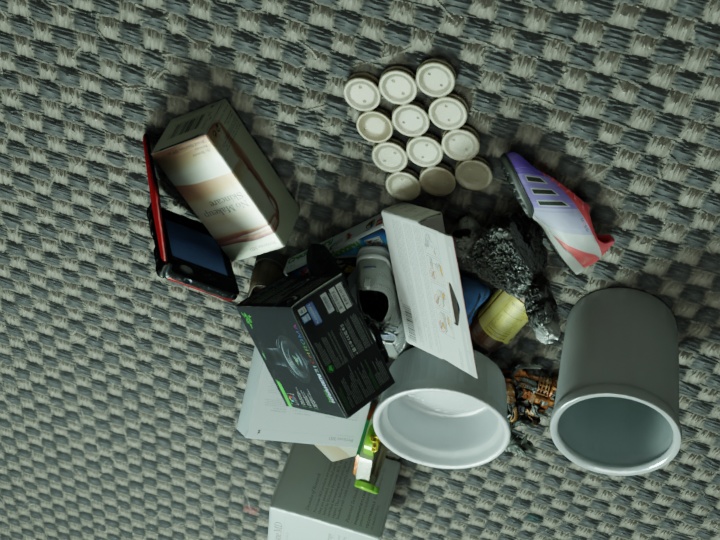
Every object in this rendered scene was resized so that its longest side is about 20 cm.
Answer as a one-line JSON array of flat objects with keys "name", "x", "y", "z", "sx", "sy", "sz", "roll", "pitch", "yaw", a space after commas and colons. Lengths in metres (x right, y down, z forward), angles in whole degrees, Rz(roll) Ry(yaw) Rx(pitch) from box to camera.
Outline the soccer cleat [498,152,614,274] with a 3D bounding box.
[{"name": "soccer cleat", "x": 0.251, "y": -0.085, "z": 1.279, "sx": 0.073, "sy": 0.068, "sz": 0.200, "roll": -34, "pitch": 114, "yaw": 13}]

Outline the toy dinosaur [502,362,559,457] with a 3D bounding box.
[{"name": "toy dinosaur", "x": 0.238, "y": 0.199, "z": 1.549, "sx": 0.199, "sy": 0.102, "sz": 0.137, "roll": 11, "pitch": 123, "yaw": 34}]

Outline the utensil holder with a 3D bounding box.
[{"name": "utensil holder", "x": 0.352, "y": 0.149, "z": 1.364, "sx": 0.168, "sy": 0.201, "sz": 0.171, "roll": 9, "pitch": 135, "yaw": 9}]

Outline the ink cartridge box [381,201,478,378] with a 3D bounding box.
[{"name": "ink cartridge box", "x": 0.104, "y": 0.022, "z": 1.315, "sx": 0.176, "sy": 0.044, "sz": 0.202, "roll": 24, "pitch": 131, "yaw": 57}]

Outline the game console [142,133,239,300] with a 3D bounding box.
[{"name": "game console", "x": -0.234, "y": -0.075, "z": 1.363, "sx": 0.171, "sy": 0.200, "sz": 0.119, "roll": 21, "pitch": 111, "yaw": -26}]

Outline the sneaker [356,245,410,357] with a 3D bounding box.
[{"name": "sneaker", "x": 0.024, "y": 0.061, "z": 1.422, "sx": 0.074, "sy": 0.082, "sz": 0.201, "roll": -3, "pitch": 133, "yaw": 19}]

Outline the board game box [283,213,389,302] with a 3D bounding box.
[{"name": "board game box", "x": 0.000, "y": 0.000, "z": 1.454, "sx": 0.199, "sy": 0.035, "sz": 0.126, "roll": -24, "pitch": 122, "yaw": 35}]

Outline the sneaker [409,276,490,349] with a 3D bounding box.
[{"name": "sneaker", "x": 0.128, "y": 0.076, "z": 1.466, "sx": 0.078, "sy": 0.066, "sz": 0.200, "roll": 4, "pitch": 147, "yaw": -19}]

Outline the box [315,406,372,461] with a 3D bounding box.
[{"name": "box", "x": -0.069, "y": 0.216, "z": 1.645, "sx": 0.077, "sy": 0.095, "sz": 0.200, "roll": -22, "pitch": 121, "yaw": 35}]

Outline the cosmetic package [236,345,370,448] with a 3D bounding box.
[{"name": "cosmetic package", "x": -0.079, "y": 0.189, "z": 1.541, "sx": 0.199, "sy": 0.152, "sz": 0.052, "roll": 11, "pitch": -177, "yaw": -28}]

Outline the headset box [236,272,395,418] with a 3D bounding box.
[{"name": "headset box", "x": -0.070, "y": 0.101, "z": 1.392, "sx": 0.200, "sy": 0.092, "sz": 0.175, "roll": -1, "pitch": 118, "yaw": 60}]

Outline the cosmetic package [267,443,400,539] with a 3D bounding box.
[{"name": "cosmetic package", "x": -0.050, "y": 0.427, "z": 1.790, "sx": 0.198, "sy": 0.167, "sz": 0.168, "roll": 15, "pitch": 136, "yaw": 6}]

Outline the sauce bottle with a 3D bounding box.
[{"name": "sauce bottle", "x": 0.200, "y": 0.073, "z": 1.441, "sx": 0.066, "sy": 0.066, "sz": 0.200, "roll": 26, "pitch": 138, "yaw": -8}]

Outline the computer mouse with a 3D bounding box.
[{"name": "computer mouse", "x": -0.022, "y": 0.049, "z": 1.385, "sx": 0.201, "sy": 0.034, "sz": 0.059, "roll": 57, "pitch": 159, "yaw": 16}]

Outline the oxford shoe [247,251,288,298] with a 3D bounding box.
[{"name": "oxford shoe", "x": -0.145, "y": 0.069, "z": 1.535, "sx": 0.072, "sy": 0.085, "sz": 0.201, "roll": 6, "pitch": 136, "yaw": 11}]

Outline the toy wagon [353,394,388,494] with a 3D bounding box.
[{"name": "toy wagon", "x": 0.025, "y": 0.273, "z": 1.588, "sx": 0.039, "sy": 0.156, "sz": 0.200, "roll": 14, "pitch": 167, "yaw": 12}]

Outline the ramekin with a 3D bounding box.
[{"name": "ramekin", "x": 0.123, "y": 0.197, "z": 1.464, "sx": 0.199, "sy": 0.098, "sz": 0.201, "roll": 7, "pitch": 137, "yaw": 6}]

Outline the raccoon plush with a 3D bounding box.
[{"name": "raccoon plush", "x": 0.173, "y": 0.014, "z": 1.317, "sx": 0.133, "sy": 0.202, "sz": 0.096, "roll": -26, "pitch": 147, "yaw": 35}]

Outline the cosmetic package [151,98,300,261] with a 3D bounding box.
[{"name": "cosmetic package", "x": -0.181, "y": -0.120, "z": 1.361, "sx": 0.103, "sy": 0.088, "sz": 0.200, "roll": -16, "pitch": 126, "yaw": 29}]

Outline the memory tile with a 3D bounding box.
[{"name": "memory tile", "x": 0.074, "y": -0.176, "z": 1.274, "sx": 0.152, "sy": 0.017, "sz": 0.201, "roll": -8, "pitch": 130, "yaw": 25}]
